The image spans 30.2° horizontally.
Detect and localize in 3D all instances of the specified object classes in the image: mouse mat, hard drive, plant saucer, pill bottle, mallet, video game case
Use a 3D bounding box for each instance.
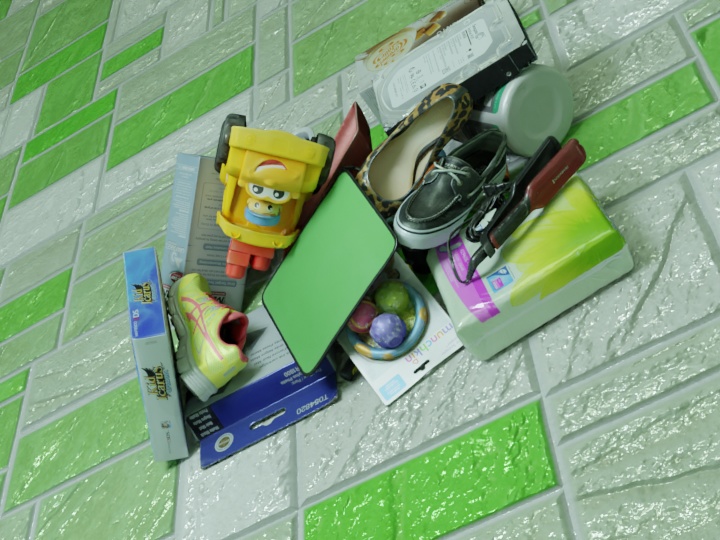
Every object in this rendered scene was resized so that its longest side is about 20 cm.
[{"bbox_3d":[-0.039,0.001,1.511,0.200,0.008,0.161,-55,41,20],"label":"mouse mat"},{"bbox_3d":[0.110,-0.244,1.617,0.200,0.038,0.140,-30,34,14],"label":"hard drive"},{"bbox_3d":[-0.037,-0.105,1.699,0.200,0.037,0.200,-61,10,15],"label":"plant saucer"},{"bbox_3d":[0.161,-0.209,1.662,0.113,0.113,0.200,-47,34,-14],"label":"pill bottle"},{"bbox_3d":[0.034,0.043,1.546,0.041,0.066,0.200,24,80,25],"label":"mallet"},{"bbox_3d":[-0.249,0.099,1.617,0.045,0.181,0.200,-10,32,-7],"label":"video game case"}]

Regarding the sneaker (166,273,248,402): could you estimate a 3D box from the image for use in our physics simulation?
[{"bbox_3d":[-0.175,0.068,1.610,0.090,0.078,0.200,-31,42,11],"label":"sneaker"}]

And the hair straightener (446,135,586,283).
[{"bbox_3d":[0.158,-0.067,1.436,0.200,0.041,0.077,-52,35,-13],"label":"hair straightener"}]

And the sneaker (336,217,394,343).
[{"bbox_3d":[0.000,0.000,1.594,0.086,0.078,0.200,-15,39,27],"label":"sneaker"}]

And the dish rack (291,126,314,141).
[{"bbox_3d":[-0.134,-0.109,1.894,0.200,0.044,0.172,-32,32,10],"label":"dish rack"}]

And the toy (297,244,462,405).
[{"bbox_3d":[0.014,0.039,1.486,0.115,0.047,0.200,-39,54,2],"label":"toy"}]

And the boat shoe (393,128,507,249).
[{"bbox_3d":[0.100,-0.099,1.492,0.072,0.071,0.200,23,44,22],"label":"boat shoe"}]

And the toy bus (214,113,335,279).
[{"bbox_3d":[-0.118,-0.081,1.591,0.200,0.136,0.192,-168,93,-83],"label":"toy bus"}]

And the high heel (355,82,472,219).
[{"bbox_3d":[0.046,-0.126,1.490,0.200,0.071,0.143,-48,-4,-4],"label":"high heel"}]

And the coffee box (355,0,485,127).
[{"bbox_3d":[0.098,-0.295,1.862,0.200,0.080,0.114,-28,34,17],"label":"coffee box"}]

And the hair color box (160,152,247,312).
[{"bbox_3d":[-0.196,-0.047,1.726,0.061,0.099,0.200,14,97,50],"label":"hair color box"}]

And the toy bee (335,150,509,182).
[{"bbox_3d":[0.076,-0.107,1.624,0.200,0.109,0.131,13,70,3],"label":"toy bee"}]

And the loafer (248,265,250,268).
[{"bbox_3d":[-0.126,-0.066,1.781,0.200,0.070,0.070,-51,57,30],"label":"loafer"}]

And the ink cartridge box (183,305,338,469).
[{"bbox_3d":[-0.121,0.118,1.595,0.200,0.041,0.200,-29,33,15],"label":"ink cartridge box"}]

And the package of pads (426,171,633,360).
[{"bbox_3d":[0.178,-0.012,1.439,0.200,0.068,0.155,-32,34,9],"label":"package of pads"}]
